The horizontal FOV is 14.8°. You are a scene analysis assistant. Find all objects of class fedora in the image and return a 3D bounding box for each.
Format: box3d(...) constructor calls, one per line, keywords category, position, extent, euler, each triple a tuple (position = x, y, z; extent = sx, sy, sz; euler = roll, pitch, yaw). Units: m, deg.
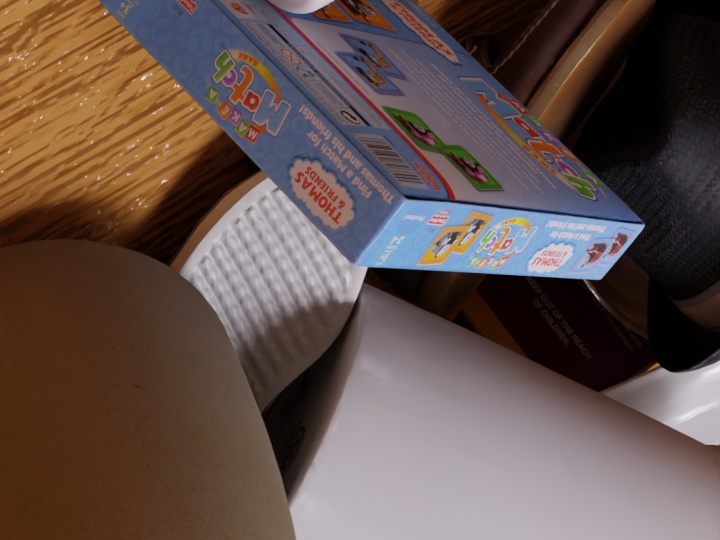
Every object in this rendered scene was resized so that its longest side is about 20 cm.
box3d(category="fedora", position=(0.150, -0.052, 1.213), extent=(0.201, 0.091, 0.201), euler=(-57, -169, 18))

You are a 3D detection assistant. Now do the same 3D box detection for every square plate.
box3d(category="square plate", position=(0.117, 0.090, 1.368), extent=(0.199, 0.029, 0.198), euler=(-26, 168, 5))

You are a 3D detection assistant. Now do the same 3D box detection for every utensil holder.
box3d(category="utensil holder", position=(0.050, 0.117, 1.200), extent=(0.170, 0.199, 0.170), euler=(-59, -166, 23))

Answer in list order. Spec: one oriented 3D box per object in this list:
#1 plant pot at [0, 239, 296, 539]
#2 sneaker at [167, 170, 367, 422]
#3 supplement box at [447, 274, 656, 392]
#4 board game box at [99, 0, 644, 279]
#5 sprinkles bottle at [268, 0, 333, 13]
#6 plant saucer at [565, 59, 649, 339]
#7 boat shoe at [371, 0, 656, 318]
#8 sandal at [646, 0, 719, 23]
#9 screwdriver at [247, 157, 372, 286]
box3d(category="plant pot", position=(-0.095, 0.119, 1.041), extent=(0.186, 0.200, 0.188), euler=(-14, 125, -20))
box3d(category="sneaker", position=(-0.062, 0.031, 1.188), extent=(0.201, 0.078, 0.079), euler=(-60, -166, 16))
box3d(category="supplement box", position=(0.132, 0.009, 1.420), extent=(0.200, 0.086, 0.110), euler=(-35, 172, -22))
box3d(category="board game box", position=(0.010, -0.059, 1.066), extent=(0.037, 0.151, 0.200), euler=(-53, 155, 19))
box3d(category="sprinkles bottle", position=(0.038, -0.169, 1.039), extent=(0.200, 0.068, 0.068), euler=(-33, 153, -26))
box3d(category="plant saucer", position=(0.166, -0.061, 1.340), extent=(0.199, 0.032, 0.201), euler=(-2, 95, -29))
box3d(category="boat shoe", position=(0.057, -0.068, 1.226), extent=(0.070, 0.070, 0.200), euler=(-22, 151, -57))
box3d(category="sandal", position=(0.128, -0.152, 1.227), extent=(0.075, 0.048, 0.200), euler=(-8, 157, 22))
box3d(category="screwdriver", position=(0.000, 0.000, 1.241), extent=(0.028, 0.029, 0.200), euler=(-7, 149, 24))
